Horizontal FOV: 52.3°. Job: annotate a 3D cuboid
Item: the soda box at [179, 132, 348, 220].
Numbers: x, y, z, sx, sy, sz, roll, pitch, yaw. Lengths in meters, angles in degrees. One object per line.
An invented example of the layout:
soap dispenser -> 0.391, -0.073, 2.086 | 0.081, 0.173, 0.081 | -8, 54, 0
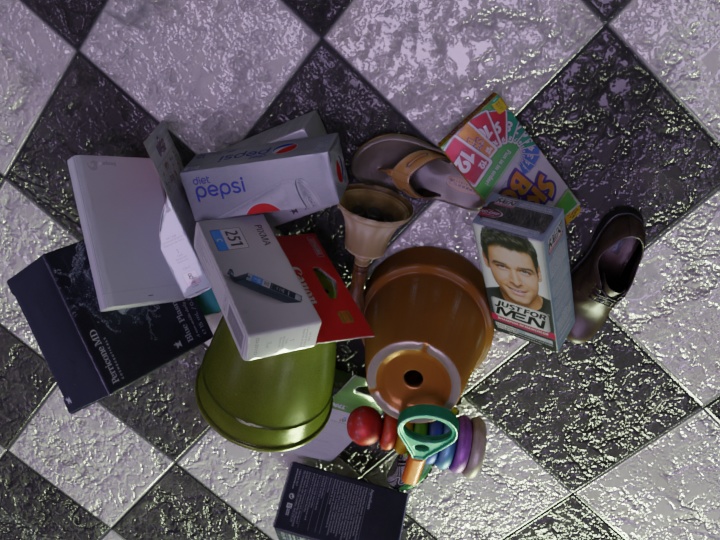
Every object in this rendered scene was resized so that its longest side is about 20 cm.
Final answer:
soda box -> -0.117, -0.114, 0.909 | 0.195, 0.064, 0.070 | -5, 118, 14

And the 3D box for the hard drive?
hard drive -> -0.311, -0.053, 0.990 | 0.026, 0.131, 0.205 | -19, 82, 38

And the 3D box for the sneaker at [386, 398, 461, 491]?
sneaker -> 0.080, 0.251, 1.134 | 0.083, 0.078, 0.204 | 16, 112, -11

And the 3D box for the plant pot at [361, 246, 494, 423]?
plant pot -> 0.084, 0.099, 0.998 | 0.195, 0.184, 0.204 | 5, 118, 9

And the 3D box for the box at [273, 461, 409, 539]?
box -> -0.031, 0.404, 1.189 | 0.195, 0.109, 0.149 | 13, 151, 6

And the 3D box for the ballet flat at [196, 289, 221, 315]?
ballet flat -> -0.190, 0.010, 1.078 | 0.198, 0.064, 0.076 | -25, 115, 34

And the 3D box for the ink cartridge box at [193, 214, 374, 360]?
ink cartridge box -> -0.092, 0.009, 0.893 | 0.173, 0.201, 0.045 | -8, 135, -29

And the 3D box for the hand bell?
hand bell -> 0.000, 0.000, 0.969 | 0.102, 0.105, 0.204 | 14, 120, 4

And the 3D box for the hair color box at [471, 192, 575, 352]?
hair color box -> 0.211, 0.005, 0.934 | 0.098, 0.061, 0.202 | 18, 144, 36

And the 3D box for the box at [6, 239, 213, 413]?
box -> -0.341, 0.056, 1.021 | 0.116, 0.199, 0.200 | -23, 95, 38

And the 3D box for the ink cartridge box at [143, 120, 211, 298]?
ink cartridge box -> -0.252, -0.085, 0.989 | 0.056, 0.163, 0.203 | -24, 112, 3

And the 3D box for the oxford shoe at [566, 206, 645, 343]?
oxford shoe -> 0.313, 0.021, 0.966 | 0.071, 0.085, 0.204 | 15, 120, 2

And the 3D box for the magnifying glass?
magnifying glass -> 0.080, 0.235, 0.973 | 0.078, 0.023, 0.202 | 9, 142, 1

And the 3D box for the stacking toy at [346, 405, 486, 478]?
stacking toy -> 0.077, 0.233, 1.049 | 0.195, 0.086, 0.087 | 13, 119, -2

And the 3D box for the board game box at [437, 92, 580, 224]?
board game box -> 0.195, -0.116, 0.936 | 0.095, 0.030, 0.200 | -40, 110, 10

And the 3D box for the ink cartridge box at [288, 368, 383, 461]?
ink cartridge box -> -0.035, 0.208, 1.129 | 0.102, 0.060, 0.200 | 22, 124, -32

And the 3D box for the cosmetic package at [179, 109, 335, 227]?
cosmetic package -> -0.128, -0.122, 0.990 | 0.196, 0.082, 0.114 | -20, 113, 20

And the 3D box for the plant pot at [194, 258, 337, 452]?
plant pot -> -0.112, 0.097, 0.973 | 0.196, 0.202, 0.196 | 19, 128, 2

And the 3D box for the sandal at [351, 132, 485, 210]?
sandal -> 0.083, -0.123, 0.958 | 0.196, 0.054, 0.082 | 18, 119, 3
